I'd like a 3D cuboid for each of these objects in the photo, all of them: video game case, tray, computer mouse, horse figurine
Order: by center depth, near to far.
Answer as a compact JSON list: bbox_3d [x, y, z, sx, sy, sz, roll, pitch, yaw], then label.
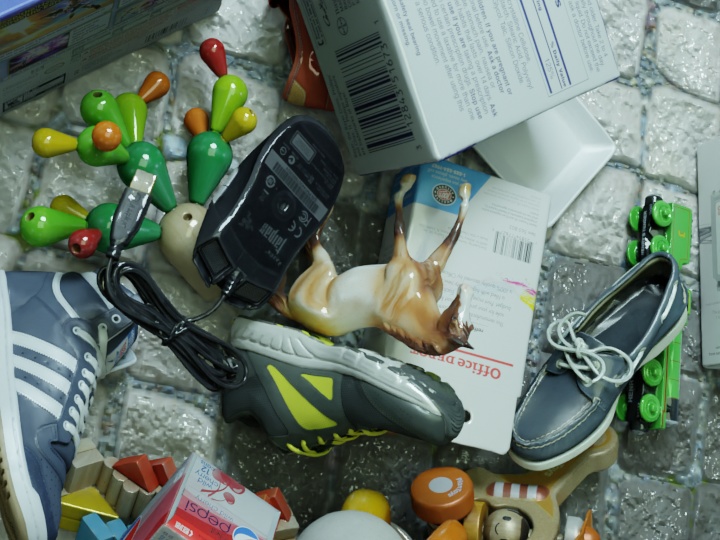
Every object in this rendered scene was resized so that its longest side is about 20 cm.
[{"bbox_3d":[-0.169,-0.185,0.702,0.198,0.181,0.046,-32,92,-21],"label":"video game case"},{"bbox_3d":[-0.098,-0.035,0.717,0.140,0.046,0.202,39,67,-34],"label":"computer mouse"},{"bbox_3d":[0.000,0.000,0.760,0.050,0.197,0.135,41,53,-55],"label":"horse figurine"},{"bbox_3d":[0.117,-0.140,0.884,0.200,0.022,0.107,48,69,-7],"label":"tray"}]

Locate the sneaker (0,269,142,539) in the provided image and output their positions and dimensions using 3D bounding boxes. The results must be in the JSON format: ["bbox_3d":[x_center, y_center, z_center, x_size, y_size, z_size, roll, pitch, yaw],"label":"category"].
[{"bbox_3d":[-0.185,0.079,0.685,0.107,0.071,0.202,-5,54,-24],"label":"sneaker"}]

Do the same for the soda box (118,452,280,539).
[{"bbox_3d":[-0.133,0.206,0.651,0.069,0.201,0.064,34,28,-11],"label":"soda box"}]

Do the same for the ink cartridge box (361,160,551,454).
[{"bbox_3d":[0.068,0.029,0.815,0.113,0.068,0.204,16,76,-16],"label":"ink cartridge box"}]

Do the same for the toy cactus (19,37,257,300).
[{"bbox_3d":[-0.133,-0.058,0.747,0.200,0.101,0.167,-46,113,-37],"label":"toy cactus"}]

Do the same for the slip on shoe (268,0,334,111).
[{"bbox_3d":[-0.041,-0.221,0.817,0.060,0.074,0.204,-4,84,-8],"label":"slip on shoe"}]

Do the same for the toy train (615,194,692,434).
[{"bbox_3d":[0.250,0.037,0.897,0.056,0.042,0.204,13,77,-28],"label":"toy train"}]

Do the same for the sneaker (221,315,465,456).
[{"bbox_3d":[-0.016,0.093,0.732,0.074,0.198,0.086,17,88,-52],"label":"sneaker"}]

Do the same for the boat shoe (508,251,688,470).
[{"bbox_3d":[0.180,0.066,0.810,0.199,0.075,0.062,-40,137,-17],"label":"boat shoe"}]

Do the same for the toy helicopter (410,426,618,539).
[{"bbox_3d":[0.138,0.171,0.796,0.199,0.131,0.080,-31,122,-38],"label":"toy helicopter"}]

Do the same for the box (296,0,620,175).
[{"bbox_3d":[0.067,-0.191,0.776,0.198,0.104,0.187,-26,101,-32],"label":"box"}]

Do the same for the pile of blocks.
[{"bbox_3d":[-0.125,0.161,0.707,0.196,0.083,0.063,15,120,-17],"label":"pile of blocks"}]

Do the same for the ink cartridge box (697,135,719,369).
[{"bbox_3d":[0.375,-0.015,0.925,0.144,0.083,0.204,5,80,-19],"label":"ink cartridge box"}]

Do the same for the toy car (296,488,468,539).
[{"bbox_3d":[0.020,0.252,0.688,0.147,0.175,0.204,12,79,9],"label":"toy car"}]
